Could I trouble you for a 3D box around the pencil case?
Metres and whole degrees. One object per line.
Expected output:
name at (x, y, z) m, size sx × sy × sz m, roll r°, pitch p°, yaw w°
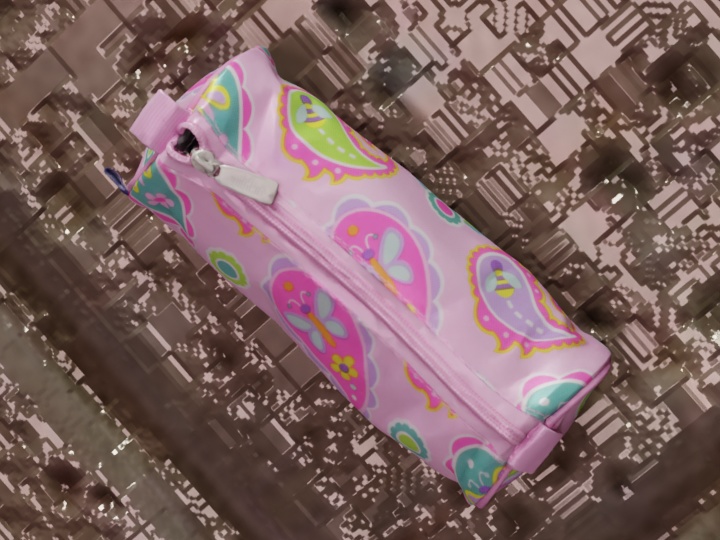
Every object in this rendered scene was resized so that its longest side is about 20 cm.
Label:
pencil case at (0.000, 0.000, 0.905) m, size 0.200 × 0.087 × 0.087 m, roll 42°, pitch 109°, yaw 2°
